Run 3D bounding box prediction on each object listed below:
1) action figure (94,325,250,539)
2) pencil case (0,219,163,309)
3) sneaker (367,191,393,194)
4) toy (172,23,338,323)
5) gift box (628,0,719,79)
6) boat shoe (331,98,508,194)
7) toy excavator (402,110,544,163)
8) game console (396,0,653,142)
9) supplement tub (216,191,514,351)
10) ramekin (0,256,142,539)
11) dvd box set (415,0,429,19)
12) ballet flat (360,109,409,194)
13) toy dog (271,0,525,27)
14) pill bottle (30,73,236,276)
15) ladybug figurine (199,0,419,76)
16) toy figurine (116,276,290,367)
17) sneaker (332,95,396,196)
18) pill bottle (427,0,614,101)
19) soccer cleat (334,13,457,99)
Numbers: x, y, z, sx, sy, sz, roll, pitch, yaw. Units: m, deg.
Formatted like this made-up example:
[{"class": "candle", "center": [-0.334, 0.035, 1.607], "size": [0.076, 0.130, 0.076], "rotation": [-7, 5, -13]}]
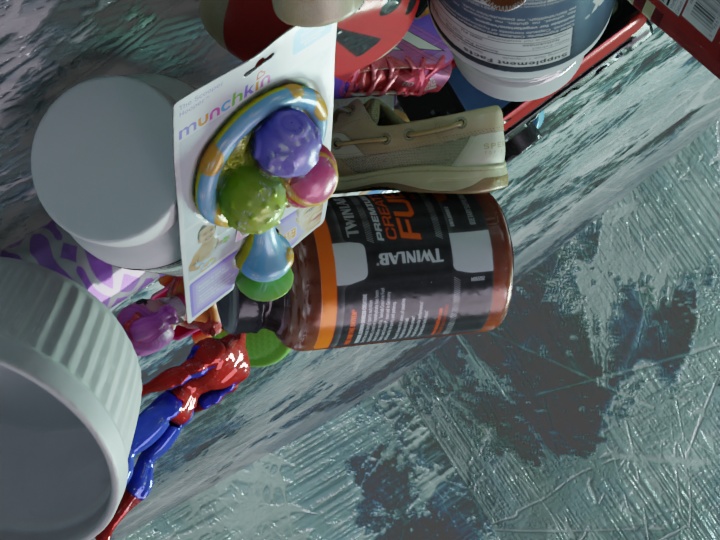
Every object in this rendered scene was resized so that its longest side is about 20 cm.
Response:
[{"class": "action figure", "center": [-0.140, 0.102, 1.222], "size": [0.200, 0.052, 0.065], "rotation": [-48, 146, -1]}, {"class": "pencil case", "center": [-0.159, -0.021, 1.203], "size": [0.199, 0.086, 0.084], "rotation": [-30, -155, -10]}, {"class": "sneaker", "center": [-0.039, -0.072, 1.489], "size": [0.199, 0.076, 0.077], "rotation": [-34, 154, -24]}, {"class": "toy", "center": [-0.047, -0.047, 0.969], "size": [0.115, 0.047, 0.200], "rotation": [-37, 158, -26]}, {"class": "gift box", "center": [0.272, -0.244, 1.115], "size": [0.186, 0.200, 0.185], "rotation": [-32, 160, -30]}, {"class": "boat shoe", "center": [0.009, -0.090, 1.205], "size": [0.199, 0.065, 0.072], "rotation": [3, -168, 27]}, {"class": "toy excavator", "center": [0.104, -0.133, 1.613], "size": [0.194, 0.100, 0.200], "rotation": [-38, 179, 33]}, {"class": "game console", "center": [0.111, -0.167, 1.303], "size": [0.200, 0.173, 0.119], "rotation": [-36, 148, 12]}, {"class": "supplement tub", "center": [0.000, 0.000, 1.199], "size": [0.199, 0.108, 0.107], "rotation": [-6, 162, -18]}, {"class": "ramekin", "center": [-0.238, 0.084, 1.129], "size": [0.200, 0.200, 0.105], "rotation": [-41, -159, 39]}, {"class": "dvd box set", "center": [0.130, -0.255, 1.189], "size": [0.199, 0.029, 0.146], "rotation": [-30, 170, -31]}, {"class": "ballet flat", "center": [-0.040, -0.080, 1.420], "size": [0.199, 0.069, 0.063], "rotation": [-34, 158, -8]}, {"class": "toy dog", "center": [0.042, -0.183, 0.866], "size": [0.199, 0.096, 0.132], "rotation": [-35, 136, 1]}, {"class": "pill bottle", "center": [-0.122, -0.057, 1.048], "size": [0.116, 0.117, 0.200], "rotation": [-35, 171, 7]}, {"class": "ladybug figurine", "center": [-0.021, -0.161, 1.001], "size": [0.135, 0.072, 0.200], "rotation": [-37, 171, 17]}, {"class": "toy figurine", "center": [-0.142, 0.037, 1.278], "size": [0.200, 0.151, 0.184], "rotation": [-25, -173, 47]}, {"class": "sneaker", "center": [-0.041, -0.084, 1.336], "size": [0.201, 0.099, 0.075], "rotation": [-59, -153, 21]}, {"class": "pill bottle", "center": [0.097, -0.185, 1.027], "size": [0.119, 0.120, 0.200], "rotation": [-33, 161, -8]}, {"class": "soccer cleat", "center": [0.022, -0.151, 1.216], "size": [0.199, 0.073, 0.068], "rotation": [-28, 170, -38]}]
